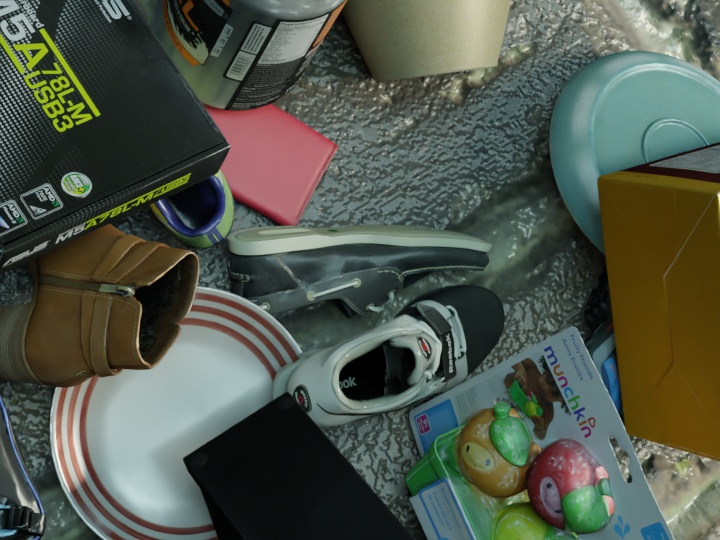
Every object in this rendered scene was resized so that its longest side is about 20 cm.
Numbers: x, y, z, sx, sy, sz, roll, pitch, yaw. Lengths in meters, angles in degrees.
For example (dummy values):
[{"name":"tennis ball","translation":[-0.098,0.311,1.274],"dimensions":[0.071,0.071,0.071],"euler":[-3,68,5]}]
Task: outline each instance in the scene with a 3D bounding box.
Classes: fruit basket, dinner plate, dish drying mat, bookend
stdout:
[{"name":"fruit basket","translation":[0.122,0.156,1.633],"dimensions":[0.093,0.200,0.186],"euler":[-21,84,-36]},{"name":"dinner plate","translation":[-0.125,0.112,1.672],"dimensions":[0.198,0.024,0.202],"euler":[1,88,-15]},{"name":"dish drying mat","translation":[-0.119,-0.111,1.734],"dimensions":[0.199,0.018,0.077],"euler":[30,76,-5]},{"name":"bookend","translation":[-0.018,0.228,1.626],"dimensions":[0.092,0.201,0.199],"euler":[-31,50,-15]}]

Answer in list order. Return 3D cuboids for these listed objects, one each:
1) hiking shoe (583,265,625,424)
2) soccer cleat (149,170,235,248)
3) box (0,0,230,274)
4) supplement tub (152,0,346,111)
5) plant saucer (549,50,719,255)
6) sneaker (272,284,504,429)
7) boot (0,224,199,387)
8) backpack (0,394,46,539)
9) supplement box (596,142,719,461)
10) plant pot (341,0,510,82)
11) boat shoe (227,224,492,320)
[{"name":"hiking shoe","translation":[0.195,0.082,1.729],"dimensions":[0.086,0.074,0.201],"euler":[26,75,-4]},{"name":"soccer cleat","translation":[-0.156,-0.104,1.674],"dimensions":[0.065,0.084,0.201],"euler":[-36,93,-2]},{"name":"box","translation":[-0.221,-0.118,1.601],"dimensions":[0.192,0.048,0.201],"euler":[-27,74,-27]},{"name":"supplement tub","translation":[-0.071,-0.208,1.659],"dimensions":[0.122,0.200,0.124],"euler":[8,64,-16]},{"name":"plant saucer","translation":[0.237,-0.082,1.765],"dimensions":[0.199,0.027,0.202],"euler":[10,63,-21]},{"name":"sneaker","translation":[0.040,0.064,1.681],"dimensions":[0.199,0.088,0.075],"euler":[-26,96,-31]},{"name":"boot","translation":[-0.178,-0.013,1.619],"dimensions":[0.077,0.154,0.201],"euler":[43,54,-39]},{"name":"backpack","translation":[-0.331,0.144,1.578],"dimensions":[0.199,0.135,0.184],"euler":[-21,84,-15]},{"name":"supplement box","translation":[0.298,0.012,1.677],"dimensions":[0.199,0.132,0.199],"euler":[-16,105,-30]},{"name":"plant pot","translation":[0.044,-0.245,1.724],"dimensions":[0.186,0.187,0.202],"euler":[-8,94,-13]},{"name":"boat shoe","translation":[0.000,0.000,1.716],"dimensions":[0.198,0.072,0.068],"euler":[-4,98,-14]}]
